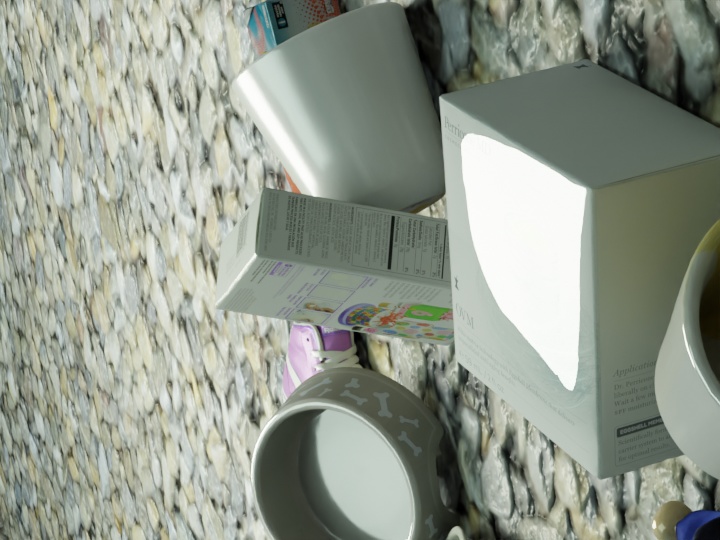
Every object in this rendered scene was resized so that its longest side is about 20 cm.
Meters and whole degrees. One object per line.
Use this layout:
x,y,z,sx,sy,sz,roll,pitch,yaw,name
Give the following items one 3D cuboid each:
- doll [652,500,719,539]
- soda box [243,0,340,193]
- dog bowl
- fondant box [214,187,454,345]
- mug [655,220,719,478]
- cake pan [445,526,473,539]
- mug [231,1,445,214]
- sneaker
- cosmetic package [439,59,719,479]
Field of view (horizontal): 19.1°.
0.220,0.192,1.341,0.048,0.137,0.200,37,171,-6,doll
-0.038,-0.138,1.840,0.064,0.068,0.201,-5,100,69,soda box
-0.010,0.189,1.874,0.199,0.059,0.201,10,109,31,dog bowl
0.000,0.000,1.650,0.144,0.199,0.059,135,143,-66,fondant box
0.242,0.037,1.178,0.149,0.187,0.153,37,160,7,mug
0.084,0.314,1.772,0.200,0.037,0.201,-172,90,-85,cake pan
0.008,-0.114,1.700,0.149,0.186,0.154,-30,83,35,mug
-0.019,0.108,1.961,0.200,0.072,0.115,41,133,51,sneaker
0.150,-0.007,1.377,0.199,0.122,0.201,-141,43,-57,cosmetic package
